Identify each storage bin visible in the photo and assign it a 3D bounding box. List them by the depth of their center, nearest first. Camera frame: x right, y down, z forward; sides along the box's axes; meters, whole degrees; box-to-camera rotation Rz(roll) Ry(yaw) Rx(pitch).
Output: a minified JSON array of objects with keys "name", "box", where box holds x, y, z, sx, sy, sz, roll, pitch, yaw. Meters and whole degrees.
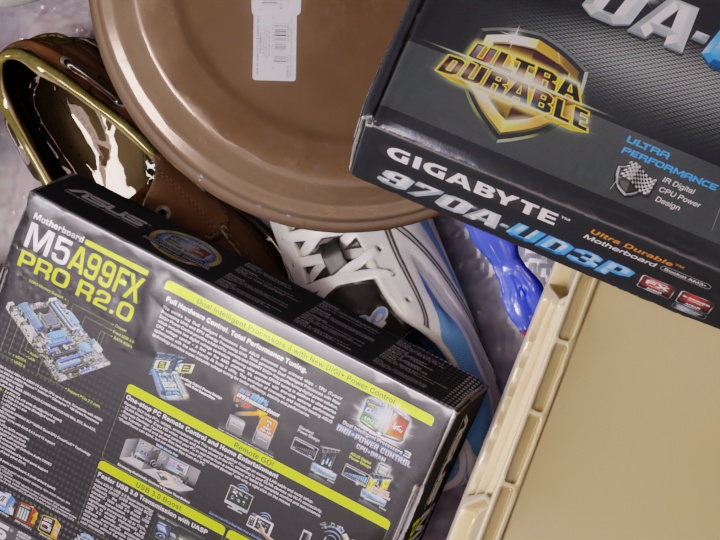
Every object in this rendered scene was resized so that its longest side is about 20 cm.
[{"name":"storage bin","box":[0.152,0.078,0.861,0.200,0.094,0.199,21,87,0]}]

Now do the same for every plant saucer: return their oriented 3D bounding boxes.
[{"name":"plant saucer","box":[-0.005,-0.115,0.874,0.200,0.029,0.200,0,88,-8]}]

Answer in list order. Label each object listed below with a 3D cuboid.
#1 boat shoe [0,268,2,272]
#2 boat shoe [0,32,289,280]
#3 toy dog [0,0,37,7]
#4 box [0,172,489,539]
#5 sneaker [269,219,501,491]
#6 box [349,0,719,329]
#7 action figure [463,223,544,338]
[{"name":"boat shoe","box":[-0.164,0.028,1.021,0.200,0.076,0.060,28,102,3]},{"name":"boat shoe","box":[-0.094,-0.018,0.993,0.072,0.068,0.200,-44,81,14]},{"name":"toy dog","box":[-0.069,-0.176,0.959,0.200,0.096,0.132,0,135,-9]},{"name":"box","box":[-0.068,0.075,0.935,0.200,0.044,0.160,26,109,13]},{"name":"sneaker","box":[0.000,0.000,0.960,0.072,0.072,0.200,-29,84,14]},{"name":"box","box":[0.116,-0.070,0.815,0.200,0.046,0.159,23,66,2]},{"name":"action figure","box":[0.055,-0.046,0.951,0.065,0.099,0.200,-31,105,14]}]
